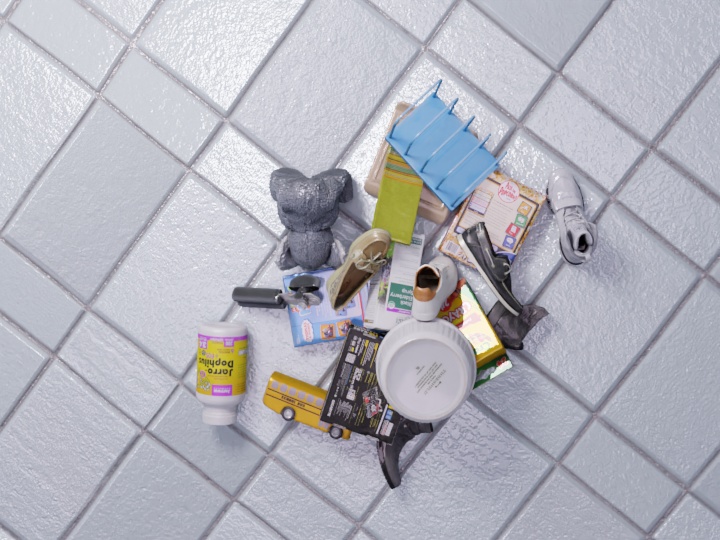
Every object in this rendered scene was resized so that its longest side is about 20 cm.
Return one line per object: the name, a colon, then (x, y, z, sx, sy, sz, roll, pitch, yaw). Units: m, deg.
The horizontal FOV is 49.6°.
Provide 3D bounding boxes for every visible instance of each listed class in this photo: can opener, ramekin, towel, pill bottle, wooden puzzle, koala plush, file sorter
can opener: (-0.169, 0.049, 1.605, 0.197, 0.053, 0.067, -3, 61, 21)
ramekin: (0.124, 0.194, 1.484, 0.199, 0.094, 0.206, 1, 97, 6)
towel: (0.078, -0.153, 1.551, 0.085, 0.018, 0.203, 12, 73, 2)
pill bottle: (-0.288, 0.212, 1.617, 0.103, 0.104, 0.203, 2, 94, 2)
wooden puzzle: (0.124, -0.222, 1.609, 0.183, 0.037, 0.202, 23, 99, 1)
koala plush: (-0.103, -0.093, 1.567, 0.174, 0.184, 0.203, 1, 107, 0)
file sorter: (0.167, -0.243, 1.508, 0.139, 0.123, 0.200, -42, 89, -7)

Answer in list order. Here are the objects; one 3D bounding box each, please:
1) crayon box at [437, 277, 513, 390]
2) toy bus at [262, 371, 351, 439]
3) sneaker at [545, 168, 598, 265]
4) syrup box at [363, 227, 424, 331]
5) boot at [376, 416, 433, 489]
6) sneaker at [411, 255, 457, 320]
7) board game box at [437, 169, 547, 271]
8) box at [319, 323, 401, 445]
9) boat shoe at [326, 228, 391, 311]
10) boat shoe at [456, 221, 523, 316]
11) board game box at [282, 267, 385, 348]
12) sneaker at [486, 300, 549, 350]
crayon box: (0.206, 0.133, 1.570, 0.126, 0.051, 0.202, -32, 64, 9)
toy bus: (-0.104, 0.284, 1.634, 0.198, 0.065, 0.079, 20, 93, 2)
sneaker: (0.426, -0.108, 1.560, 0.074, 0.115, 0.203, -12, 93, 3)
syrup box: (0.068, 0.023, 1.578, 0.078, 0.081, 0.203, 11, 84, -18)
boot: (0.094, 0.350, 1.630, 0.130, 0.070, 0.203, -14, 97, -2)
sneaker: (0.150, 0.011, 1.537, 0.072, 0.201, 0.086, 6, 123, 15)
board game box: (0.270, -0.097, 1.601, 0.150, 0.046, 0.202, 28, 95, 1)
box: (0.020, 0.229, 1.567, 0.158, 0.049, 0.203, 18, 96, -3)
boat shoe: (0.000, 0.000, 1.533, 0.072, 0.063, 0.201, 18, 130, -24)
boat shoe: (0.271, -0.001, 1.549, 0.067, 0.072, 0.201, -32, 91, 10)
board game box: (-0.054, 0.070, 1.631, 0.197, 0.037, 0.154, -9, 93, 2)
sneaker: (0.293, 0.141, 1.609, 0.104, 0.060, 0.201, 32, 91, 5)
